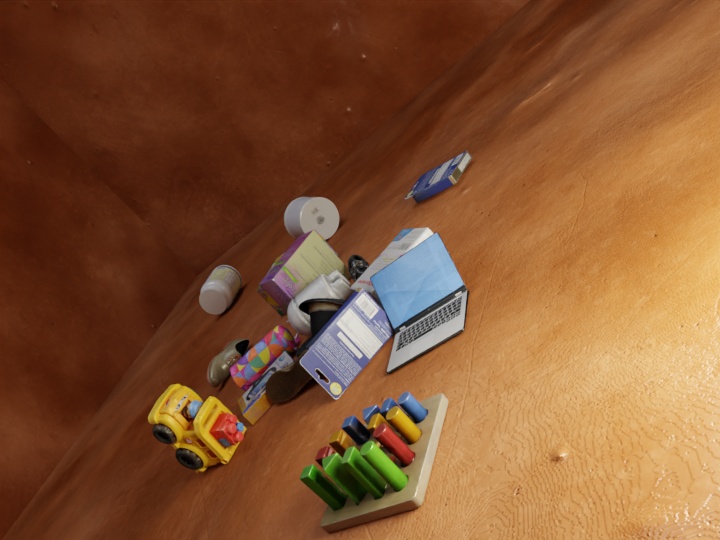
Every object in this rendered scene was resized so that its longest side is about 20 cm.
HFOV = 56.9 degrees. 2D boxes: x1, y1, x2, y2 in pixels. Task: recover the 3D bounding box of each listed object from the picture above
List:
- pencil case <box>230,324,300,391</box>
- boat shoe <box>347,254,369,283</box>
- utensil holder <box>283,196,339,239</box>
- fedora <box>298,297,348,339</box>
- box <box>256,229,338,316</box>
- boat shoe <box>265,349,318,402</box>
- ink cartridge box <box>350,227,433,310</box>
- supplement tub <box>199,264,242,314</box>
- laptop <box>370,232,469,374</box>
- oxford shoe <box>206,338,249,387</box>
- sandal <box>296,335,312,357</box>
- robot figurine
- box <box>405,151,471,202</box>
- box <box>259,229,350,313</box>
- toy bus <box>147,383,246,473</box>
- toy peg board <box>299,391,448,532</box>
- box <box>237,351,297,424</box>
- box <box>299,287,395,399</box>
[{"bbox_3d":[-0.256,0.235,1.779,0.199,0.089,0.089,-39,17,10],"label":"pencil case"},{"bbox_3d":[0.000,0.000,1.766,0.070,0.066,0.200,-41,16,8],"label":"boat shoe"},{"bbox_3d":[-0.183,-0.194,2.510,0.170,0.170,0.199,-47,20,-12],"label":"utensil holder"},{"bbox_3d":[-0.052,0.126,1.480,0.200,0.198,0.093,-17,59,56],"label":"fedora"},{"bbox_3d":[-0.199,0.006,2.126,0.199,0.122,0.194,-34,19,32],"label":"box"},{"bbox_3d":[-0.142,0.241,1.540,0.200,0.073,0.072,-44,-17,30],"label":"boat shoe"},{"bbox_3d":[0.087,0.002,1.525,0.200,0.085,0.144,-46,16,-14],"label":"ink cartridge box"},{"bbox_3d":[-0.600,0.083,2.844,0.144,0.145,0.201,-35,18,24],"label":"supplement tub"},{"bbox_3d":[0.103,0.062,1.286,0.186,0.116,0.201,-35,18,29],"label":"laptop"},{"bbox_3d":[-0.409,0.277,2.054,0.074,0.071,0.201,-25,25,33],"label":"oxford shoe"},{"bbox_3d":[-0.069,0.156,1.600,0.200,0.048,0.075,-38,12,-27],"label":"sandal"},{"bbox_3d":[-0.110,0.091,1.719,0.200,0.113,0.170,-42,33,7],"label":"robot figurine"},{"bbox_3d":[0.223,-0.264,1.920,0.199,0.032,0.122,-21,27,49],"label":"box"},{"bbox_3d":[-0.151,0.024,1.871,0.096,0.176,0.201,-17,31,55],"label":"box"},{"bbox_3d":[-0.359,0.356,1.533,0.190,0.201,0.136,-19,28,38],"label":"toy bus"},{"bbox_3d":[0.014,0.269,1.019,0.199,0.098,0.200,-31,21,36],"label":"toy peg board"},{"bbox_3d":[-0.218,0.279,1.647,0.200,0.041,0.119,-48,17,-8],"label":"box"},{"bbox_3d":[-0.026,0.150,1.363,0.200,0.121,0.032,-48,18,-15],"label":"box"}]
